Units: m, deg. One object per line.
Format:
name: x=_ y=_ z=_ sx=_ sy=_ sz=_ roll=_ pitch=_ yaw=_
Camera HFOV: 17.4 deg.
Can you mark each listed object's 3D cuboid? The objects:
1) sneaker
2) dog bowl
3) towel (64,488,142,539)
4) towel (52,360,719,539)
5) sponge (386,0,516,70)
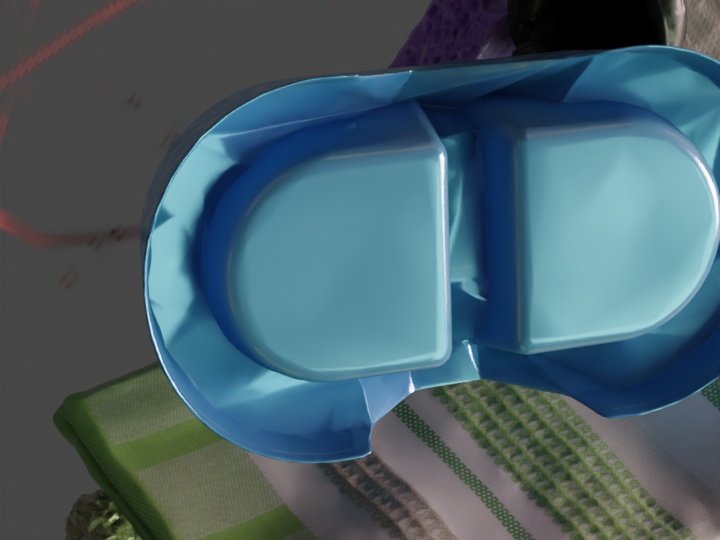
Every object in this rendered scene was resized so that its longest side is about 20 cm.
sneaker: x=0.085 y=-0.079 z=0.774 sx=0.200 sy=0.066 sz=0.091 roll=61 pitch=38 yaw=-53
dog bowl: x=0.028 y=-0.011 z=0.691 sx=0.200 sy=0.050 sz=0.112 roll=-7 pitch=107 yaw=-17
towel: x=-0.038 y=0.117 z=0.806 sx=0.148 sy=0.037 sz=0.200 roll=-12 pitch=148 yaw=-17
towel: x=0.028 y=0.051 z=0.717 sx=0.200 sy=0.149 sz=0.031 roll=-22 pitch=142 yaw=-32
sponge: x=0.000 y=0.000 z=0.820 sx=0.200 sy=0.030 sz=0.112 roll=-56 pitch=160 yaw=-2
